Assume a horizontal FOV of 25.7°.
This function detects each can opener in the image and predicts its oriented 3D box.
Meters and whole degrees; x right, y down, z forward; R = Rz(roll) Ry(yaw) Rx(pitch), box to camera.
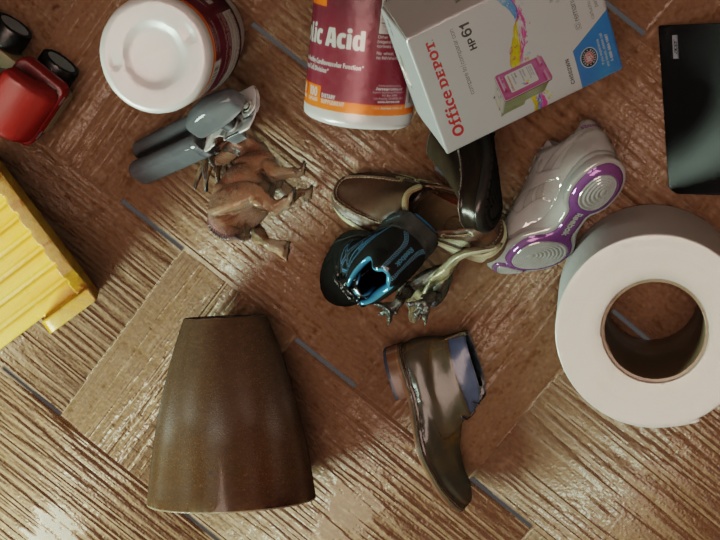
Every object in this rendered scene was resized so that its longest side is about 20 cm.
[{"bbox_3d":[-0.183,-0.148,1.654,0.199,0.054,0.067,-19,144,40],"label":"can opener"}]

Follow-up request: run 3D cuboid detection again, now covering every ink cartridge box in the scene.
[{"bbox_3d":[0.137,-0.225,1.532,0.198,0.085,0.145,-25,128,-1],"label":"ink cartridge box"}]

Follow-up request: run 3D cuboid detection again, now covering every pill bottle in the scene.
[{"bbox_3d":[-0.184,-0.231,1.604,0.113,0.200,0.116,2,105,7],"label":"pill bottle"},{"bbox_3d":[0.007,-0.253,1.606,0.113,0.114,0.203,8,105,7],"label":"pill bottle"}]

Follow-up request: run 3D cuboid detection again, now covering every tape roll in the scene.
[{"bbox_3d":[0.302,0.044,1.632,0.200,0.139,0.205,2,105,8],"label":"tape roll"}]

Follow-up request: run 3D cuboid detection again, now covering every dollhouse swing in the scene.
[{"bbox_3d":[-0.415,-0.002,1.725,0.175,0.182,0.201,-36,98,-5],"label":"dollhouse swing"}]

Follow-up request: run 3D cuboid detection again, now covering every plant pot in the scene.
[{"bbox_3d":[-0.145,0.151,1.724,0.184,0.187,0.203,-3,89,9],"label":"plant pot"}]

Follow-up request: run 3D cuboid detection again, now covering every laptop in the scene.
[{"bbox_3d":[0.423,-0.174,1.624,0.198,0.103,0.179,-11,105,-15],"label":"laptop"}]

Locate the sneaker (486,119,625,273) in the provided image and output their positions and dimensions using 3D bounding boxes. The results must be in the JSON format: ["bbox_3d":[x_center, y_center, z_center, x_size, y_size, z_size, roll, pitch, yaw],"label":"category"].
[{"bbox_3d":[0.201,-0.073,1.660,0.074,0.100,0.200,18,132,-32],"label":"sneaker"}]

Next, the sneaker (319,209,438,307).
[{"bbox_3d":[0.000,0.000,1.652,0.073,0.082,0.200,44,148,-7],"label":"sneaker"}]

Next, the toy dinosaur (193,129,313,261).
[{"bbox_3d":[-0.128,-0.082,1.663,0.134,0.201,0.086,11,136,7],"label":"toy dinosaur"}]

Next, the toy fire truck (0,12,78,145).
[{"bbox_3d":[-0.396,-0.218,1.640,0.175,0.200,0.129,38,107,-2],"label":"toy fire truck"}]

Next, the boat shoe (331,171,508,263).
[{"bbox_3d":[0.057,-0.070,1.649,0.200,0.075,0.075,14,72,22],"label":"boat shoe"}]

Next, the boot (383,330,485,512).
[{"bbox_3d":[0.104,0.163,1.728,0.096,0.075,0.202,-21,98,16],"label":"boot"}]

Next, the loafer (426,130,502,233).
[{"bbox_3d":[0.103,-0.113,1.604,0.070,0.201,0.073,-8,135,9],"label":"loafer"}]

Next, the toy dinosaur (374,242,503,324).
[{"bbox_3d":[0.070,0.020,1.642,0.088,0.200,0.048,-39,90,-29],"label":"toy dinosaur"}]
